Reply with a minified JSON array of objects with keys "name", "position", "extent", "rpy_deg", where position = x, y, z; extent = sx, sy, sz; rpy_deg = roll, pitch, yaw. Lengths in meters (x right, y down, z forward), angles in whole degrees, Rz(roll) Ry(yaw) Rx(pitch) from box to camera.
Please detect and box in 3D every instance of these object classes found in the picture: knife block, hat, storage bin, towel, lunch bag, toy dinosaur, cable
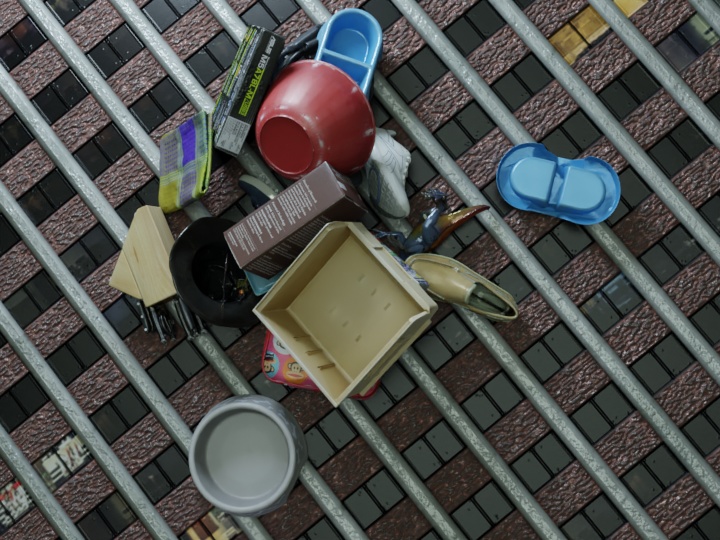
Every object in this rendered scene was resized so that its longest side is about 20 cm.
[{"name":"knife block","position":[-0.315,0.013,1.764],"extent":[0.175,0.064,0.201],"rpy_deg":[22,94,9]},{"name":"hat","position":[-0.239,0.008,1.740],"extent":[0.081,0.200,0.201],"rpy_deg":[-16,80,47]},{"name":"storage bin","position":[-0.020,0.060,1.609],"extent":[0.200,0.094,0.199],"rpy_deg":[47,109,18]},{"name":"towel","position":[-0.288,-0.174,1.740],"extent":[0.023,0.200,0.144],"rpy_deg":[5,83,-30]},{"name":"lunch bag","position":[-0.052,0.111,1.734],"extent":[0.199,0.082,0.177],"rpy_deg":[10,81,5]},{"name":"toy dinosaur","position":[0.096,-0.037,1.732],"extent":[0.199,0.105,0.182],"rpy_deg":[14,104,-4]},{"name":"cable","position":[-0.074,-0.310,1.776],"extent":[0.200,0.051,0.163],"rpy_deg":[-41,93,-21]}]

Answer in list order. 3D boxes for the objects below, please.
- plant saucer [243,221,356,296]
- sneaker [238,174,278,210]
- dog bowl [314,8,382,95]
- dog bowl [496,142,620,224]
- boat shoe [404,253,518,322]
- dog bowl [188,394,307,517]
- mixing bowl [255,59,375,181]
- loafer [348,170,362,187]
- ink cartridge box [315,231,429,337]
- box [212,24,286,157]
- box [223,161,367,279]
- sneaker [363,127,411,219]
[{"name":"plant saucer","position":[-0.092,-0.029,1.720],"extent":[0.199,0.019,0.070],"rpy_deg":[-24,101,5]},{"name":"sneaker","position":[-0.143,-0.070,1.759],"extent":[0.200,0.075,0.085],"rpy_deg":[44,85,8]},{"name":"dog bowl","position":[-0.026,-0.334,1.731],"extent":[0.111,0.050,0.201],"rpy_deg":[18,74,-6]},{"name":"dog bowl","position":[0.319,-0.138,1.737],"extent":[0.199,0.050,0.112],"rpy_deg":[14,86,6]},{"name":"boat shoe","position":[0.163,0.027,1.693],"extent":[0.199,0.076,0.072],"rpy_deg":[20,95,-10]},{"name":"dog bowl","position":[-0.188,0.302,1.734],"extent":[0.199,0.059,0.201],"rpy_deg":[-1,84,6]},{"name":"mixing bowl","position":[-0.088,-0.213,1.653],"extent":[0.200,0.108,0.201],"rpy_deg":[15,125,23]},{"name":"loafer","position":[-0.080,-0.198,1.782],"extent":[0.200,0.063,0.072],"rpy_deg":[44,47,6]},{"name":"ink cartridge box","position":[0.000,0.000,1.680],"extent":[0.200,0.050,0.109],"rpy_deg":[42,106,20]},{"name":"box","position":[-0.188,-0.293,1.712],"extent":[0.047,0.193,0.201],"rpy_deg":[22,98,-15]},{"name":"box","position":[-0.099,-0.074,1.639],"extent":[0.200,0.100,0.075],"rpy_deg":[-32,70,12]},{"name":"sneaker","position":[0.047,-0.166,1.720],"extent":[0.087,0.075,0.200],"rpy_deg":[-6,54,-20]}]
